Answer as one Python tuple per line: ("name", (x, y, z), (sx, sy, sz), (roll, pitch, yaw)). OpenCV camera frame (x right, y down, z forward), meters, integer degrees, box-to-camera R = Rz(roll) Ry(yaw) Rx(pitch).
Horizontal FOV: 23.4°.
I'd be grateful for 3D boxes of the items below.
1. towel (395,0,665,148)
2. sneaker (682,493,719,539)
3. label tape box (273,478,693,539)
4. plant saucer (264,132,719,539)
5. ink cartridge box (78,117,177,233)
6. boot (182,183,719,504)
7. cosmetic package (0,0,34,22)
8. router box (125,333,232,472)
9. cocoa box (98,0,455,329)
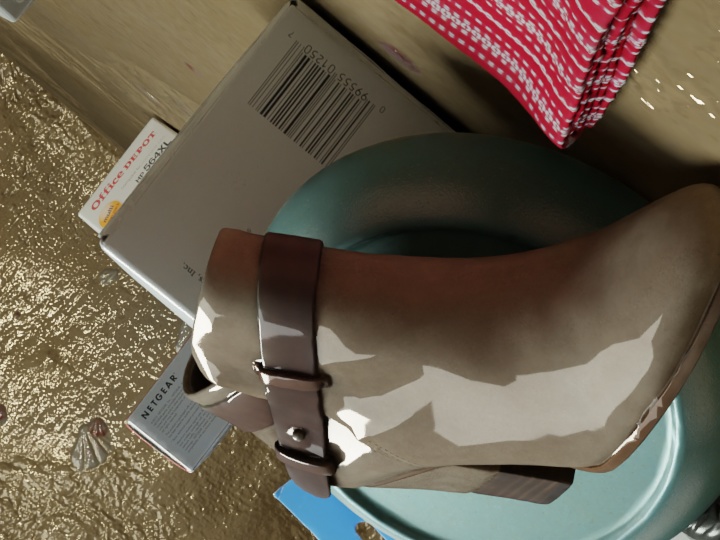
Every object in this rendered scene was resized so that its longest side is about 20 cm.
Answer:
("towel", (0.012, -0.096, 0.442), (0.144, 0.023, 0.200), (39, 176, 6))
("sneaker", (0.149, 0.070, 0.755), (0.076, 0.076, 0.200), (32, -172, -15))
("label tape box", (0.069, 0.125, 0.918), (0.143, 0.200, 0.066), (48, -162, -14))
("plant saucer", (0.045, 0.043, 0.651), (0.200, 0.200, 0.027), (39, -142, -6))
("ink cartridge box", (-0.171, -0.045, 1.715), (0.200, 0.129, 0.125), (33, 173, 43))
("boot", (0.020, 0.018, 0.569), (0.145, 0.071, 0.200), (19, 141, -6))
("cosmetic package", (-0.208, -0.204, 0.730), (0.107, 0.090, 0.200), (33, 170, 42))
("router box", (-0.057, 0.025, 1.053), (0.049, 0.201, 0.180), (37, 175, 0))
("cocoa box", (0.000, 0.000, 0.772), (0.200, 0.134, 0.131), (39, 176, -6))
